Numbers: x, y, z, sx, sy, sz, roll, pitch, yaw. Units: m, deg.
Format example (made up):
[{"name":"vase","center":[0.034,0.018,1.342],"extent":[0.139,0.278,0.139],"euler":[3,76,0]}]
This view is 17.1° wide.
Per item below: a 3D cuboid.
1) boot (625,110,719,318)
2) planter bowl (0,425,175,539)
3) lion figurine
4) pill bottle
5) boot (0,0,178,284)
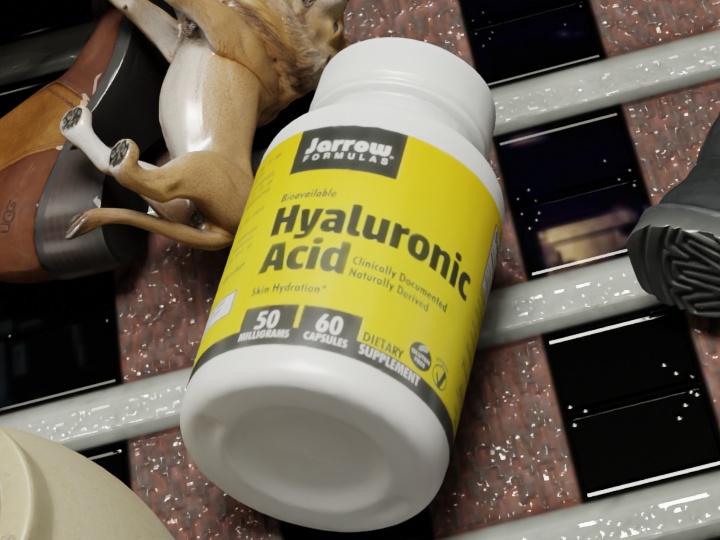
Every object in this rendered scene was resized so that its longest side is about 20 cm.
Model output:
[{"name":"boot","center":[0.229,-0.051,1.028],"extent":[0.165,0.066,0.200],"euler":[22,51,23]},{"name":"planter bowl","center":[-0.162,0.136,0.926],"extent":[0.200,0.135,0.200],"euler":[-8,47,9]},{"name":"lion figurine","center":[-0.069,-0.070,1.105],"extent":[0.072,0.122,0.200],"euler":[-13,50,41]},{"name":"pill bottle","center":[0.000,0.000,1.012],"extent":[0.111,0.111,0.200],"euler":[1,50,17]},{"name":"boot","center":[-0.189,-0.062,1.175],"extent":[0.200,0.069,0.189],"euler":[-6,55,22]}]
